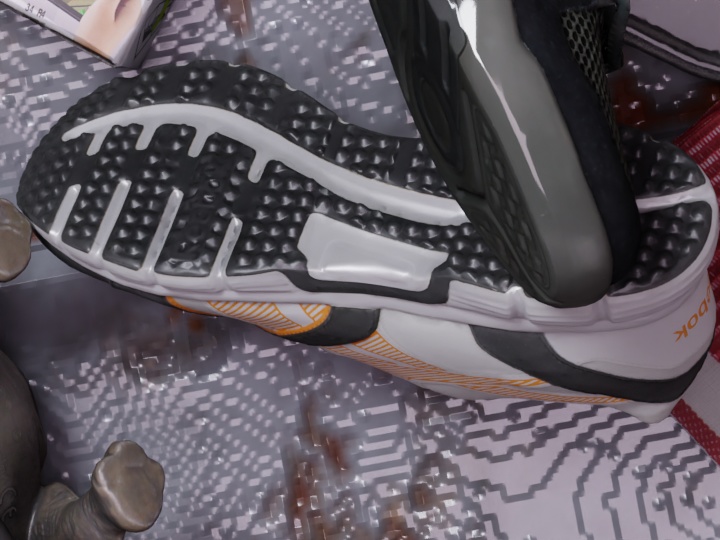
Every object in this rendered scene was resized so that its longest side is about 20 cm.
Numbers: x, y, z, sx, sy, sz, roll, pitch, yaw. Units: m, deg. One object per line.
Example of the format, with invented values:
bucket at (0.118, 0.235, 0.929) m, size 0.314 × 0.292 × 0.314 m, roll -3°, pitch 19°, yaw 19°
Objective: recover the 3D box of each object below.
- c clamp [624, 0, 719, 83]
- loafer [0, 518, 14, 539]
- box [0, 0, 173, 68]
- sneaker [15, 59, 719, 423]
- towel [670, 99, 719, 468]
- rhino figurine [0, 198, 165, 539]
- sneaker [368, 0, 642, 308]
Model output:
c clamp at (0.093, -0.143, 0.770) m, size 0.200 × 0.027 × 0.171 m, roll 20°, pitch 99°, yaw 2°
loafer at (-0.147, 0.131, 0.738) m, size 0.073 × 0.071 × 0.200 m, roll 38°, pitch 121°, yaw 19°
box at (-0.125, -0.149, 0.778) m, size 0.200 × 0.035 × 0.110 m, roll 29°, pitch 95°, yaw 2°
sneaker at (0.000, 0.000, 0.753) m, size 0.200 × 0.080 × 0.074 m, roll 12°, pitch 58°, yaw 24°
towel at (0.163, -0.011, 0.739) m, size 0.144 × 0.023 × 0.200 m, roll 47°, pitch 118°, yaw 0°
rhino figurine at (-0.125, 0.016, 0.766) m, size 0.087 × 0.060 × 0.200 m, roll -27°, pitch 90°, yaw 50°
sneaker at (0.054, -0.090, 0.699) m, size 0.114 × 0.076 × 0.199 m, roll -13°, pitch 61°, yaw -8°
